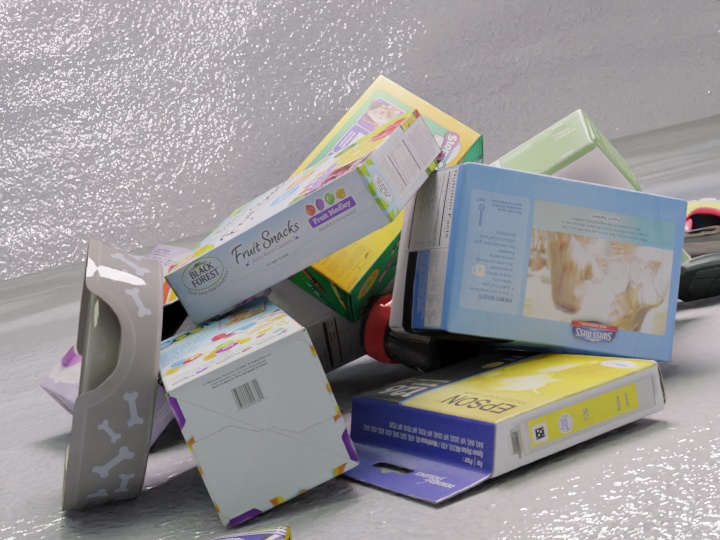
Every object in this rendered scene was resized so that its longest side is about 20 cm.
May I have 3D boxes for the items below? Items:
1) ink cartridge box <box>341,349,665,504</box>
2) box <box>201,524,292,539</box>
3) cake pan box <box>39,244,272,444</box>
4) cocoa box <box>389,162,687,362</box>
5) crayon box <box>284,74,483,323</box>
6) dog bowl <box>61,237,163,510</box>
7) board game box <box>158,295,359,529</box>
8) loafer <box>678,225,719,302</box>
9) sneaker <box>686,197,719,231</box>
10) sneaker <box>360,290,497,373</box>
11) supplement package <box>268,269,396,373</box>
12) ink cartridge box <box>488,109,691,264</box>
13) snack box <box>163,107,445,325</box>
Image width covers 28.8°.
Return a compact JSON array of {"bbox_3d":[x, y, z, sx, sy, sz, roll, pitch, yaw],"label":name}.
[{"bbox_3d":[0.081,0.104,1.015,0.198,0.048,0.197,-13,8,-29],"label":"ink cartridge box"},{"bbox_3d":[-0.126,0.178,0.666,0.197,0.071,0.064,-11,5,4],"label":"box"},{"bbox_3d":[-0.188,0.065,1.276,0.185,0.052,0.199,-53,28,-14],"label":"cake pan box"},{"bbox_3d":[0.141,-0.003,1.125,0.197,0.135,0.131,8,-4,-18],"label":"cocoa box"},{"bbox_3d":[0.007,-0.067,1.256,0.118,0.058,0.200,33,69,21],"label":"crayon box"},{"bbox_3d":[-0.185,0.079,1.049,0.058,0.203,0.200,6,4,-13],"label":"dog bowl"},{"bbox_3d":[-0.083,0.096,1.023,0.104,0.104,0.200,-24,10,-8],"label":"board game box"},{"bbox_3d":[0.271,-0.003,1.359,0.197,0.072,0.063,-5,50,-4],"label":"loafer"},{"bbox_3d":[0.343,-0.044,1.588,0.197,0.079,0.090,-11,10,0],"label":"sneaker"},{"bbox_3d":[0.093,0.057,1.254,0.097,0.072,0.199,20,15,40],"label":"sneaker"},{"bbox_3d":[0.000,0.000,1.321,0.198,0.118,0.118,-24,-27,-8],"label":"supplement package"},{"bbox_3d":[0.190,-0.040,1.263,0.145,0.048,0.200,-31,-44,21],"label":"ink cartridge box"},{"bbox_3d":[-0.043,-0.043,1.103,0.199,0.053,0.142,-27,11,29],"label":"snack box"}]
